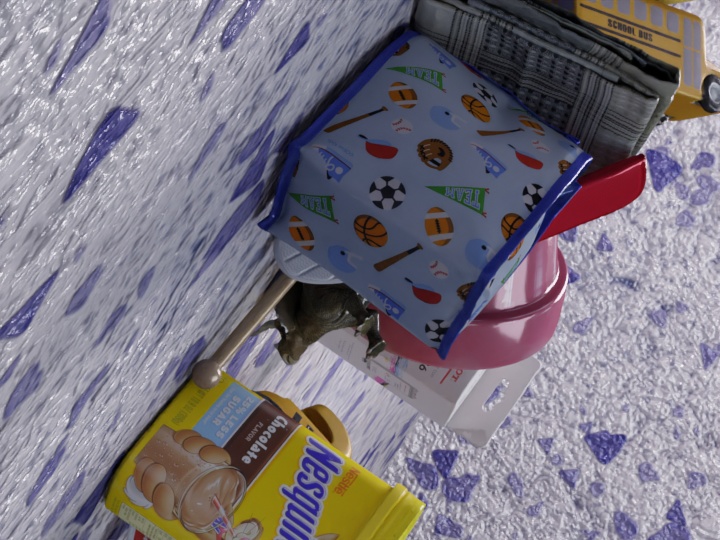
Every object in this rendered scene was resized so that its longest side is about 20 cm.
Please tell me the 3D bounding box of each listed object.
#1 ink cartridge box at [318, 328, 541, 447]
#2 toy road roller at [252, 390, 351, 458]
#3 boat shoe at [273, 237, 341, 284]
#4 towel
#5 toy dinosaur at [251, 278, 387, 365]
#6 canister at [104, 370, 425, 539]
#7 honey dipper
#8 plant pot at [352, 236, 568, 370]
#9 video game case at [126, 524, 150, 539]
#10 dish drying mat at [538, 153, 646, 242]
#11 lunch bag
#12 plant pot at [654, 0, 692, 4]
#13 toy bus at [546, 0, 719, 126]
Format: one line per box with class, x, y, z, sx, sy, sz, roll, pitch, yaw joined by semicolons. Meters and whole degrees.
ink cartridge box;0.065;0.061;2.037;0.117;0.200;0.068;-53;172;-23
toy road roller;-0.051;0.189;1.844;0.123;0.200;0.146;-52;161;27
boat shoe;0.019;-0.048;1.659;0.200;0.072;0.071;-25;-162;-18
towel;0.124;-0.136;1.605;0.035;0.192;0.200;-59;175;-23
toy dinosaur;0.000;0.000;1.721;0.200;0.102;0.077;-50;153;4
canister;-0.073;0.178;1.647;0.149;0.200;0.087;-51;171;-37
honey dipper;-0.061;0.015;1.671;0.200;0.038;0.038;-52;172;-22
plant pot;0.086;-0.045;1.828;0.200;0.200;0.179;-46;153;-53
video game case;-0.088;0.236;1.742;0.017;0.200;0.143;-86;-169;-59
dish drying mat;0.119;-0.033;1.633;0.200;0.018;0.077;-21;161;-4
lunch bag;0.053;-0.064;1.534;0.200;0.170;0.124;-51;174;-39
plant pot;0.216;-0.284;1.696;0.142;0.200;0.200;-30;170;-4
toy bus;0.204;-0.166;1.674;0.200;0.065;0.078;10;75;-44
